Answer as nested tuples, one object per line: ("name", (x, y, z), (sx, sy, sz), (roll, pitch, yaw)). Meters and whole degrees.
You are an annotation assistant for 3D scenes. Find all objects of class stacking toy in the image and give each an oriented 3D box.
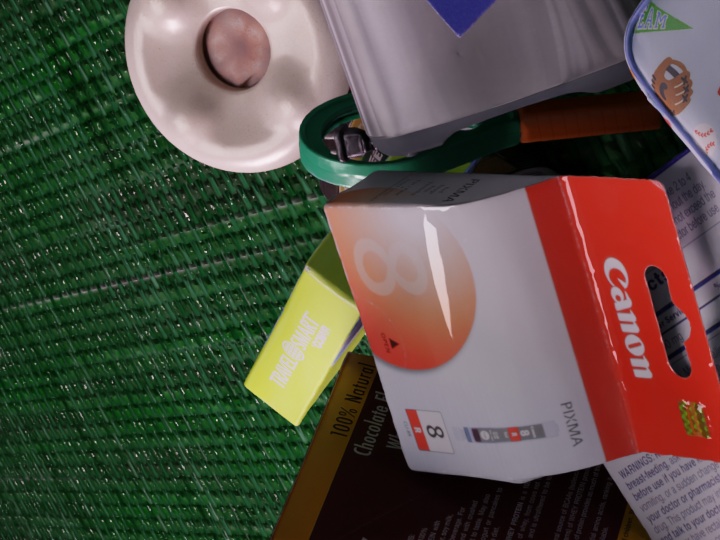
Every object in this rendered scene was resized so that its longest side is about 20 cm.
("stacking toy", (-0.041, -0.148, 1.664), (0.145, 0.200, 0.147), (6, 106, 22))

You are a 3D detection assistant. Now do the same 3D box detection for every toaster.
("toaster", (0.056, -0.147, 1.415), (0.114, 0.199, 0.130), (-66, -44, -65))

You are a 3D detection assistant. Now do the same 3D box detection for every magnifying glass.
("magnifying glass", (0.065, -0.077, 1.500), (0.080, 0.198, 0.023), (-104, 8, -55))

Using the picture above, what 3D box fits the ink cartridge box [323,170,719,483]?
("ink cartridge box", (0.084, 0.033, 1.390), (0.199, 0.050, 0.163), (5, 120, 47))

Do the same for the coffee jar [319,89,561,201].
("coffee jar", (0.057, -0.044, 1.686), (0.200, 0.085, 0.105), (40, 135, 40))

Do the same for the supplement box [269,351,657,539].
("supplement box", (0.062, 0.171, 1.502), (0.198, 0.198, 0.133), (9, 130, 12))

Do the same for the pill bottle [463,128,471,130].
("pill bottle", (0.036, -0.181, 1.534), (0.111, 0.111, 0.201), (25, 140, 54))

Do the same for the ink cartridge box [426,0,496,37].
("ink cartridge box", (0.053, -0.252, 1.316), (0.198, 0.200, 0.047), (51, -168, 19))

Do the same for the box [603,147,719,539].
("box", (0.200, 0.039, 1.402), (0.201, 0.105, 0.184), (57, 138, 5))

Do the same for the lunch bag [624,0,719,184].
("lunch bag", (0.226, -0.089, 1.219), (0.200, 0.075, 0.160), (49, 113, 21))

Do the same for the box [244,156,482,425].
("box", (0.000, 0.000, 1.583), (0.048, 0.122, 0.200), (35, 152, 3))
